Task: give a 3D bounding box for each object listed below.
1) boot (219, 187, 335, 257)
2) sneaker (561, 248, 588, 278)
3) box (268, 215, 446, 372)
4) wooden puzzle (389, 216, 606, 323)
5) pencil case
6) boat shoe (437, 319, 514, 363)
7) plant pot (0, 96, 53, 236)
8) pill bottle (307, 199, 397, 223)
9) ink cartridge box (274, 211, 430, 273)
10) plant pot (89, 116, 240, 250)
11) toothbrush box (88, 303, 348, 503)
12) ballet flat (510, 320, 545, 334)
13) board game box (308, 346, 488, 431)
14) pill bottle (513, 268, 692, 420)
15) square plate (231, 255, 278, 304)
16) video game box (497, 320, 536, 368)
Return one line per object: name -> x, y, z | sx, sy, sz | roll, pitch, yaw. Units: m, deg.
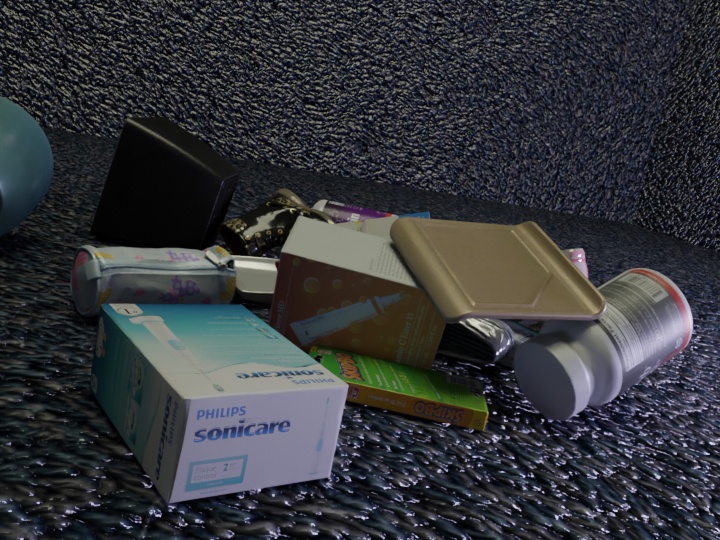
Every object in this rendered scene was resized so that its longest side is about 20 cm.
boot -> -0.132, -0.056, 1.261 | 0.150, 0.074, 0.200 | -29, 53, -29
sneaker -> 0.255, 0.039, 1.093 | 0.074, 0.106, 0.199 | -8, -7, -32
box -> 0.002, 0.034, 0.873 | 0.197, 0.126, 0.098 | 14, 29, 2
wooden puzzle -> 0.150, 0.001, 0.844 | 0.197, 0.038, 0.186 | -2, 35, -22
pencil case -> -0.249, 0.011, 0.911 | 0.198, 0.085, 0.090 | -1, -5, -42
boat shoe -> 0.102, 0.071, 0.982 | 0.197, 0.075, 0.067 | 12, 18, 27
plant pot -> -0.545, -0.130, 1.034 | 0.197, 0.203, 0.161 | 7, 25, -17
pill bottle -> -0.028, -0.065, 1.379 | 0.197, 0.114, 0.112 | 12, 12, 5
ink cartridge box -> 0.000, 0.000, 0.965 | 0.197, 0.117, 0.068 | -6, 40, 10
plant pot -> -0.320, -0.137, 1.284 | 0.175, 0.202, 0.200 | 21, 12, -2
toothbrush box -> -0.126, 0.099, 0.630 | 0.145, 0.087, 0.199 | 2, 15, -38
ballet flat -> 0.200, 0.033, 1.056 | 0.071, 0.073, 0.199 | 1, 13, -40
board game box -> 0.036, 0.124, 0.804 | 0.197, 0.030, 0.096 | 15, 12, 2
pill bottle -> 0.280, 0.085, 0.866 | 0.198, 0.117, 0.115 | -25, 29, -26
square plate -> -0.112, 0.019, 1.129 | 0.195, 0.029, 0.200 | 6, 14, -24
video game box -> 0.270, 0.106, 1.047 | 0.180, 0.048, 0.199 | 17, 14, 35
